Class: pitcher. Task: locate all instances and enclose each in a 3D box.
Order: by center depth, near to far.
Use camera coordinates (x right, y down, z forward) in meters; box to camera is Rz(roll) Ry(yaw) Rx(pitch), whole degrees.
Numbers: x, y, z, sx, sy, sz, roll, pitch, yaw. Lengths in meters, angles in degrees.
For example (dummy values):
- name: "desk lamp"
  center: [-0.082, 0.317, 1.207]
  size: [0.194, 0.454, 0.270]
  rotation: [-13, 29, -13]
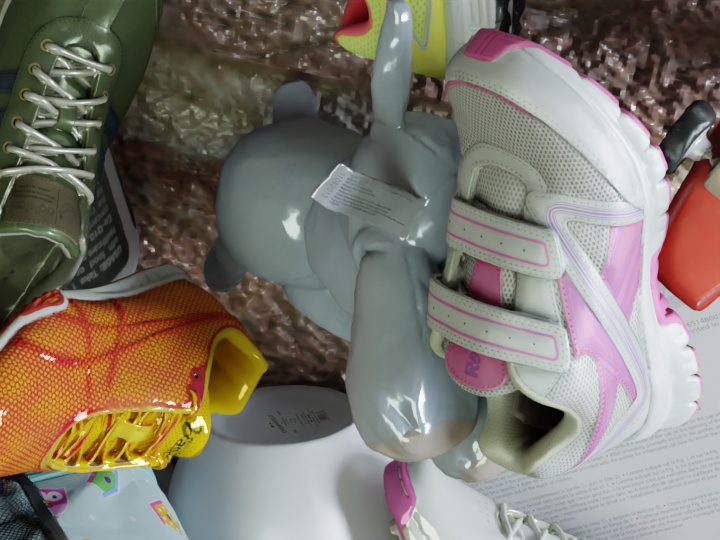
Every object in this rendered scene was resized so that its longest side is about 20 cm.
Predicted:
- name: "pitcher"
  center: [-0.043, 0.157, 1.159]
  size: [0.121, 0.172, 0.201]
  rotation: [-10, 110, -20]

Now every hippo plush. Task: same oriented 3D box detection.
- name: "hippo plush"
  center: [0.000, 0.000, 0.988]
  size: [0.161, 0.160, 0.200]
  rotation: [5, 160, 47]

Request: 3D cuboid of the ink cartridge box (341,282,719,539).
- name: "ink cartridge box"
  center: [0.119, 0.075, 1.094]
  size: [0.199, 0.045, 0.176]
  rotation: [-18, 120, 26]

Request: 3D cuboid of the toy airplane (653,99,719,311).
- name: "toy airplane"
  center: [0.201, -0.091, 0.908]
  size: [0.198, 0.141, 0.201]
  rotation: [-6, 88, 7]

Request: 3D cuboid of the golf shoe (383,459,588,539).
- name: "golf shoe"
  center: [0.092, 0.146, 1.094]
  size: [0.091, 0.075, 0.200]
  rotation: [-35, 115, 17]

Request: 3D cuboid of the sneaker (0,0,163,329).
- name: "sneaker"
  center: [-0.126, -0.042, 0.933]
  size: [0.067, 0.090, 0.201]
  rotation: [18, 113, -26]

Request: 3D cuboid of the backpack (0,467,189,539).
- name: "backpack"
  center: [-0.169, 0.157, 1.034]
  size: [0.199, 0.153, 0.176]
  rotation: [-1, 131, -34]

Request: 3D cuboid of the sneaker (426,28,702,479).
- name: "sneaker"
  center: [0.068, 0.003, 0.878]
  size: [0.081, 0.088, 0.200]
  rotation: [20, 139, 47]

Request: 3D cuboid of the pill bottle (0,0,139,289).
- name: "pill bottle"
  center: [-0.166, -0.036, 1.048]
  size: [0.113, 0.114, 0.201]
  rotation: [-2, 125, 17]

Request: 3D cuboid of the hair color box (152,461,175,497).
- name: "hair color box"
  center: [-0.180, 0.089, 1.154]
  size: [0.061, 0.099, 0.200]
  rotation: [-35, 111, 32]

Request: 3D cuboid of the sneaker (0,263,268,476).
- name: "sneaker"
  center: [-0.101, 0.048, 0.929]
  size: [0.077, 0.200, 0.073]
  rotation: [40, 121, 15]

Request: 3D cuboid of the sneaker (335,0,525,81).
- name: "sneaker"
  center: [0.018, -0.158, 0.930]
  size: [0.090, 0.078, 0.201]
  rotation: [8, 128, 13]
